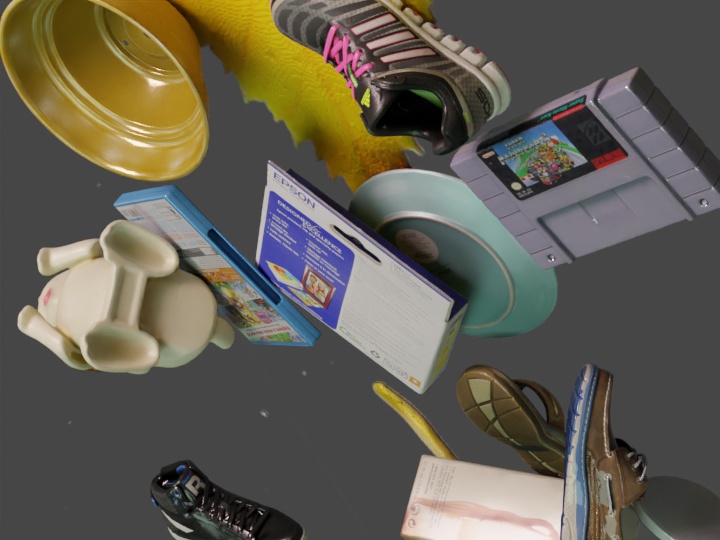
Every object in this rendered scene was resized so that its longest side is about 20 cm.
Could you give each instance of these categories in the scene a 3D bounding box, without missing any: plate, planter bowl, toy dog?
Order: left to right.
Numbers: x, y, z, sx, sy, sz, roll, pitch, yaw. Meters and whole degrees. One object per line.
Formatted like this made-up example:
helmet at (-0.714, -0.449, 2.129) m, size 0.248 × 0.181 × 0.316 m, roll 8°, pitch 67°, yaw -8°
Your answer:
toy dog at (-0.237, 0.034, 1.661) m, size 0.193 × 0.140 × 0.200 m, roll 7°, pitch 172°, yaw -36°
planter bowl at (-0.194, -0.175, 1.418) m, size 0.200 × 0.084 × 0.201 m, roll 21°, pitch 144°, yaw 17°
plate at (0.074, -0.005, 1.469) m, size 0.200 × 0.026 × 0.201 m, roll 21°, pitch 144°, yaw 16°

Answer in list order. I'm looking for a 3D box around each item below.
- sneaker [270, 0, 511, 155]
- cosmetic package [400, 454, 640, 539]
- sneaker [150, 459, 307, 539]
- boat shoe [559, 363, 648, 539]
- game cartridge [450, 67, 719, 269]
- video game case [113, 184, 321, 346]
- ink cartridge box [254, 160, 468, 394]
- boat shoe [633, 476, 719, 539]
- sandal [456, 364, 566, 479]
sneaker at (0.012, -0.152, 1.284) m, size 0.199 × 0.088 × 0.074 m, roll 30°, pitch 145°, yaw 4°
cosmetic package at (0.153, 0.243, 1.628) m, size 0.199 × 0.088 × 0.103 m, roll 5°, pitch 160°, yaw 33°
sneaker at (-0.162, 0.274, 1.941) m, size 0.199 × 0.073 × 0.112 m, roll 5°, pitch 138°, yaw 35°
boat shoe at (0.215, 0.181, 1.500) m, size 0.072 × 0.072 × 0.201 m, roll 4°, pitch 101°, yaw 5°
game cartridge at (0.173, -0.074, 1.306) m, size 0.130 × 0.038 × 0.200 m, roll 42°, pitch 144°, yaw -21°
video game case at (-0.136, -0.002, 1.605) m, size 0.200 × 0.018 × 0.143 m, roll 46°, pitch 160°, yaw -18°
ink cartridge box at (0.000, 0.000, 1.472) m, size 0.197 × 0.047 × 0.200 m, roll 38°, pitch 153°, yaw 12°
boat shoe at (0.330, 0.260, 1.549) m, size 0.200 × 0.074 × 0.065 m, roll 32°, pitch 141°, yaw 3°
sandal at (0.157, 0.134, 1.556) m, size 0.080 × 0.054 × 0.200 m, roll 0°, pitch 148°, yaw 45°
